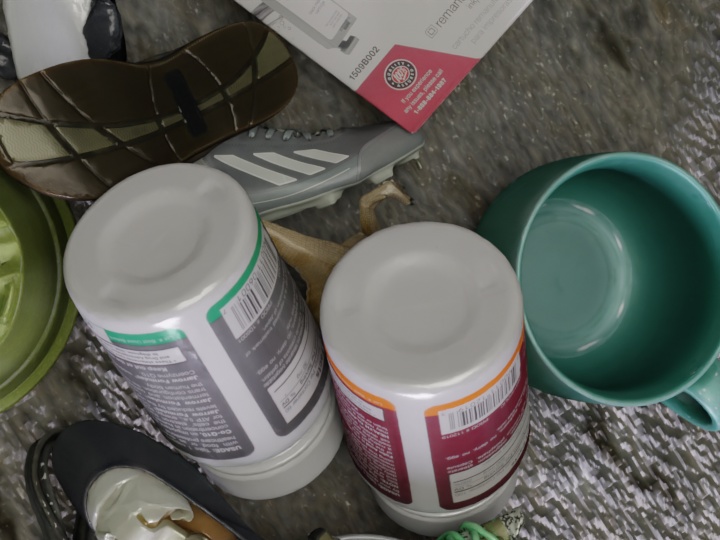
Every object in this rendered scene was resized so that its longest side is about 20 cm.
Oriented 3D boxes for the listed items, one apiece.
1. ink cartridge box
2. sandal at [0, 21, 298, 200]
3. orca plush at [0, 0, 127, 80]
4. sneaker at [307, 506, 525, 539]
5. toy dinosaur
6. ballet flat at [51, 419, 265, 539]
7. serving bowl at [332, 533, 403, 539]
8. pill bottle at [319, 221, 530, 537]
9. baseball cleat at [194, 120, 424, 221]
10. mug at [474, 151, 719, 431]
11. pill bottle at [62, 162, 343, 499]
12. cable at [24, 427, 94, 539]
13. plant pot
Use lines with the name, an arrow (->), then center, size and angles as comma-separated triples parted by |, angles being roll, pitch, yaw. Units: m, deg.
ink cartridge box -> 0.000, -0.202, 1.086 | 0.200, 0.147, 0.083 | 35, 39, -9
sandal -> -0.128, -0.094, 1.061 | 0.200, 0.055, 0.082 | -28, 97, -33
orca plush -> -0.185, -0.171, 1.109 | 0.105, 0.071, 0.200 | -30, 93, 35
sneaker -> 0.062, 0.176, 1.081 | 0.200, 0.077, 0.089 | 23, 85, -19
toy dinosaur -> 0.000, 0.000, 1.096 | 0.101, 0.058, 0.200 | -43, 124, 15
ballet flat -> -0.103, 0.158, 1.056 | 0.200, 0.073, 0.073 | 38, 83, 5
serving bowl -> -0.008, 0.261, 1.136 | 0.200, 0.066, 0.201 | 0, 90, -11
pill bottle -> 0.043, 0.071, 1.068 | 0.114, 0.200, 0.114 | -3, 56, 5
baseball cleat -> -0.062, -0.074, 1.118 | 0.200, 0.070, 0.107 | -23, 96, -11
mug -> 0.146, 0.020, 1.135 | 0.152, 0.114, 0.186 | -12, 94, -19
pill bottle -> -0.082, 0.042, 1.048 | 0.113, 0.113, 0.200 | -35, 139, -9
cable -> -0.167, 0.189, 1.072 | 0.097, 0.050, 0.200 | 19, 61, -18
plant pot -> -0.251, 0.001, 1.020 | 0.199, 0.190, 0.201 | 0, 90, -12
